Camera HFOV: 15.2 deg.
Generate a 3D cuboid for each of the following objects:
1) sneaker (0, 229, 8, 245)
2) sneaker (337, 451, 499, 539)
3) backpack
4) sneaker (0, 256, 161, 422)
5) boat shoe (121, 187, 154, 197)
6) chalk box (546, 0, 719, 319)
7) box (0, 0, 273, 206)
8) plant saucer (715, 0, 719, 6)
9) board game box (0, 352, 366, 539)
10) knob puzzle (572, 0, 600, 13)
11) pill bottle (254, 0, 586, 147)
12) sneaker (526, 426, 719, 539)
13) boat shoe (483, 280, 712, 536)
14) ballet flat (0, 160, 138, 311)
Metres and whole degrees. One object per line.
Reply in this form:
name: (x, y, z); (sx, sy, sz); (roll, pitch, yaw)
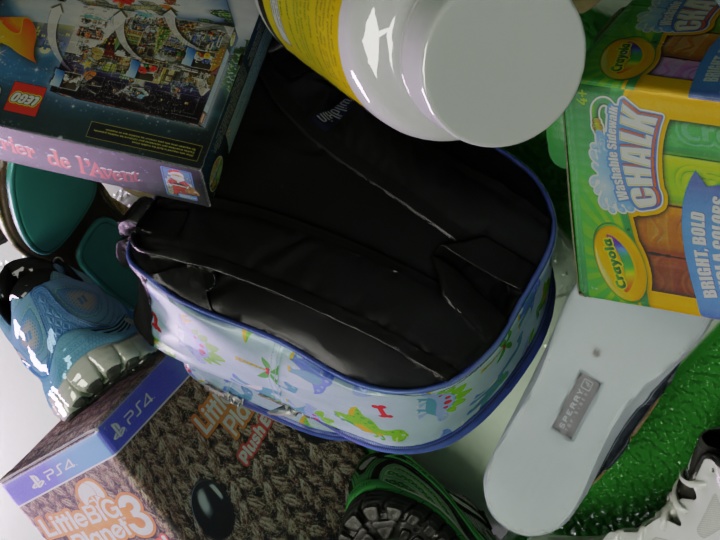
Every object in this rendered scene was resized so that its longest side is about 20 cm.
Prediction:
sneaker: (-0.254, -0.100, 1.579); (0.079, 0.074, 0.201); (-14, 112, 33)
sneaker: (0.067, 0.177, 1.572); (0.078, 0.085, 0.200); (-29, 118, 23)
backpack: (0.000, 0.000, 1.414); (0.199, 0.183, 0.147); (26, 155, 18)
sneaker: (-0.159, 0.026, 1.497); (0.090, 0.078, 0.200); (54, 172, -2)
boat shoe: (-0.147, -0.132, 1.490); (0.065, 0.072, 0.200); (-21, 110, 34)
chalk box: (0.172, -0.059, 1.292); (0.199, 0.124, 0.125); (9, 125, 28)
box: (-0.151, -0.119, 1.386); (0.199, 0.137, 0.038); (13, 154, 12)
plant saucer: (0.187, -0.181, 1.159); (0.200, 0.036, 0.201); (24, 120, 51)
board game box: (-0.081, 0.140, 1.576); (0.097, 0.160, 0.200); (-29, 104, 41)
knob puzzle: (0.116, -0.240, 1.262); (0.219, 0.030, 0.220); (10, 127, 14)
pill bottle: (0.028, -0.126, 1.283); (0.200, 0.111, 0.112); (42, 154, 62)
sneaker: (0.174, 0.135, 1.482); (0.200, 0.076, 0.116); (4, 109, 30)
boat shoe: (0.132, 0.045, 1.438); (0.071, 0.091, 0.201); (34, 107, 7)
ballet flat: (-0.175, -0.034, 1.534); (0.070, 0.071, 0.200); (11, 159, 27)
